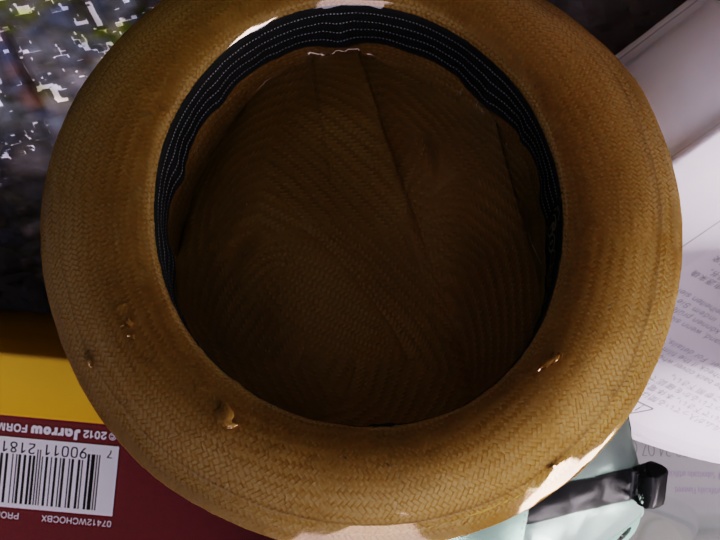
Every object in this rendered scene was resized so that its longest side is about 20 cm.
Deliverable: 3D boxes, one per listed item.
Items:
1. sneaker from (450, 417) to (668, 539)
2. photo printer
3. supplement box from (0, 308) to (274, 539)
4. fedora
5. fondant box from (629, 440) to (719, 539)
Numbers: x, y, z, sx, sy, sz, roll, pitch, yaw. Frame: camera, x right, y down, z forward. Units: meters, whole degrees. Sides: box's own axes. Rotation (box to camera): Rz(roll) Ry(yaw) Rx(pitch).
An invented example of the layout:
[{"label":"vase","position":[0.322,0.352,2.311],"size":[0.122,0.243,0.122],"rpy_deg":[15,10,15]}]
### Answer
[{"label":"sneaker","position":[0.045,0.124,0.969],"size":[0.118,0.074,0.201],"rpy_deg":[-16,126,-30]},{"label":"photo printer","position":[0.131,-0.011,0.961],"size":[0.166,0.070,0.200],"rpy_deg":[25,137,-29]},{"label":"supplement box","position":[-0.123,0.119,0.997],"size":[0.196,0.201,0.133],"rpy_deg":[6,-175,-7]},{"label":"fedora","position":[0.000,0.000,0.878],"size":[0.200,0.201,0.082],"rpy_deg":[0,152,0]},{"label":"fondant box","position":[0.090,0.157,1.072],"size":[0.144,0.201,0.058],"rpy_deg":[1,148,-2]}]
